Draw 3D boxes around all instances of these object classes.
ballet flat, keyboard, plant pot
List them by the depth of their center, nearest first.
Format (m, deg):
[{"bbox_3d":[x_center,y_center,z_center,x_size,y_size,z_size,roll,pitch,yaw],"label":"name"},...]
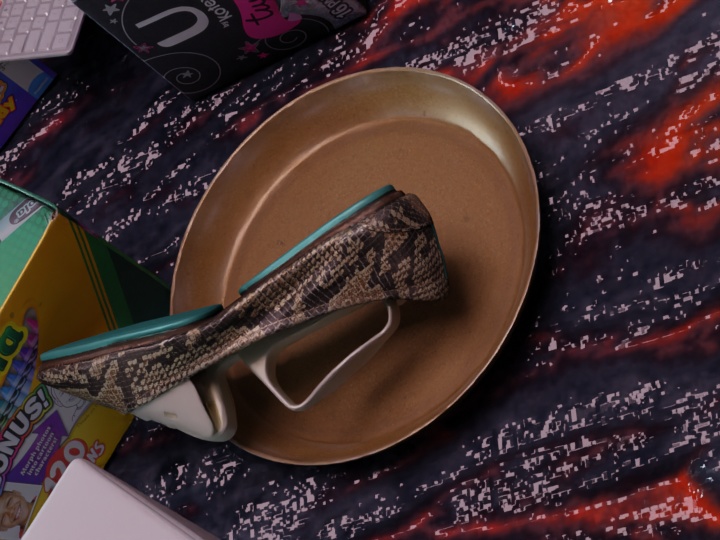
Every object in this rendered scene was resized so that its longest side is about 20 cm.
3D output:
[{"bbox_3d":[-0.050,0.033,1.149,0.199,0.068,0.076,-25,89,12],"label":"ballet flat"},{"bbox_3d":[0.000,0.000,1.192,0.199,0.027,0.201,-14,61,26],"label":"plant pot"},{"bbox_3d":[-0.150,-0.192,1.354,0.056,0.011,0.201,-7,54,32],"label":"keyboard"}]

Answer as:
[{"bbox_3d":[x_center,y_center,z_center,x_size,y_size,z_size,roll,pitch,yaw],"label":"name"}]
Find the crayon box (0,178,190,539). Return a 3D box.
[{"bbox_3d":[-0.177,0.071,1.209,0.058,0.119,0.201,24,81,38],"label":"crayon box"}]

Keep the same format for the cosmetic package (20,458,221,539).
[{"bbox_3d":[-0.053,0.209,1.009,0.166,0.200,0.168,30,83,39],"label":"cosmetic package"}]

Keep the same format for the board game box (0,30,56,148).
[{"bbox_3d":[-0.274,-0.106,1.408,0.200,0.045,0.135,36,88,39],"label":"board game box"}]

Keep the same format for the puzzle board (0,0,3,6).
[{"bbox_3d":[-0.152,-0.234,1.413,0.200,0.017,0.151,-50,51,0],"label":"puzzle board"}]

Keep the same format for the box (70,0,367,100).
[{"bbox_3d":[-0.101,-0.196,1.243,0.114,0.200,0.133,-24,56,22],"label":"box"}]
